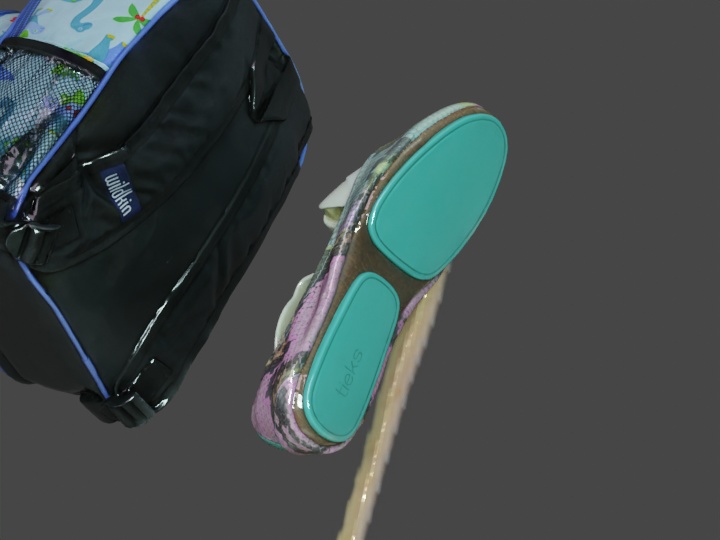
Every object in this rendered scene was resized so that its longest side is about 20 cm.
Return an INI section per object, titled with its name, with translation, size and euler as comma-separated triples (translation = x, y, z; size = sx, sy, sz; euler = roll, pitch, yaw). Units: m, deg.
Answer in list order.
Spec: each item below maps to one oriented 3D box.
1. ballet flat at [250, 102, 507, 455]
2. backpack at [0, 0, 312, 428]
[ballet flat]
translation = 0.000, 0.000, 1.205
size = 0.071, 0.069, 0.200
euler = 3, 59, 49
[backpack]
translation = -0.131, -0.056, 1.221
size = 0.147, 0.183, 0.200
euler = 19, 63, 32
